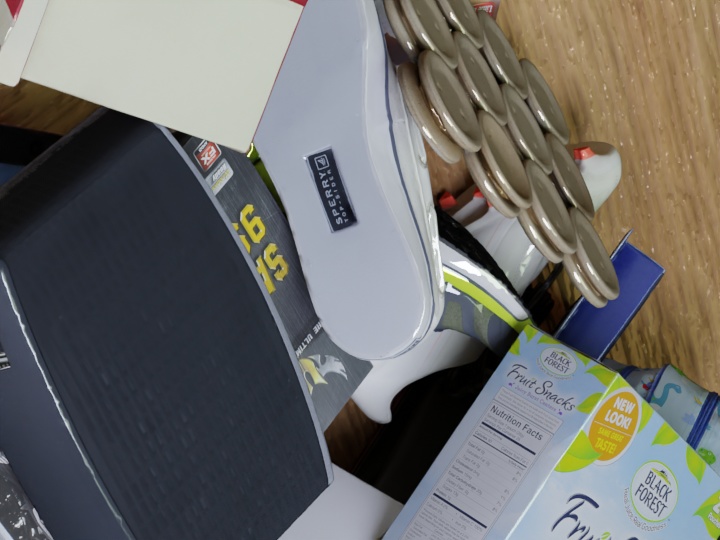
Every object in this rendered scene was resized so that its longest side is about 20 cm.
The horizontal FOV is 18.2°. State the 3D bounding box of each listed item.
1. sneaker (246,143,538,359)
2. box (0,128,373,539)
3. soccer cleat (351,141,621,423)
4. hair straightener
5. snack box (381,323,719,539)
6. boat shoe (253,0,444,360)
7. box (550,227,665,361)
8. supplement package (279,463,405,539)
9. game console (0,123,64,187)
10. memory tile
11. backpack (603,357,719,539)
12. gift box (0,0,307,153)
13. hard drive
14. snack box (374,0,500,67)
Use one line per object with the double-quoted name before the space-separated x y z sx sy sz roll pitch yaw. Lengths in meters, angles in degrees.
"sneaker" 0.000 0.000 1.094 0.199 0.074 0.081 29 104 -20
"box" -0.096 0.052 0.973 0.200 0.048 0.159 -50 125 -31
"soccer cleat" 0.061 0.001 1.181 0.200 0.069 0.078 -35 114 -20
"hair straightener" 0.069 0.056 1.212 0.041 0.077 0.200 43 77 -23
"snack box" 0.084 0.152 1.107 0.200 0.068 0.169 -57 140 -6
"boat shoe" -0.004 -0.060 1.012 0.070 0.071 0.201 -11 83 -71
"box" 0.106 0.053 1.203 0.121 0.032 0.200 -53 174 -12
"supplement package" -0.029 0.202 1.157 0.117 0.117 0.201 -40 135 -25
"game console" -0.156 0.027 0.963 0.199 0.031 0.178 8 87 -48
"memory tile" 0.062 -0.076 1.064 0.017 0.154 0.200 -27 142 17
"backpack" 0.153 0.147 1.292 0.163 0.154 0.200 -45 176 -47
"gift box" -0.123 -0.141 0.826 0.186 0.184 0.201 18 91 -51
"hard drive" -0.086 0.043 0.917 0.135 0.042 0.201 -43 121 -35
"snack box" -0.006 -0.137 1.074 0.199 0.024 0.072 -1 109 -46
